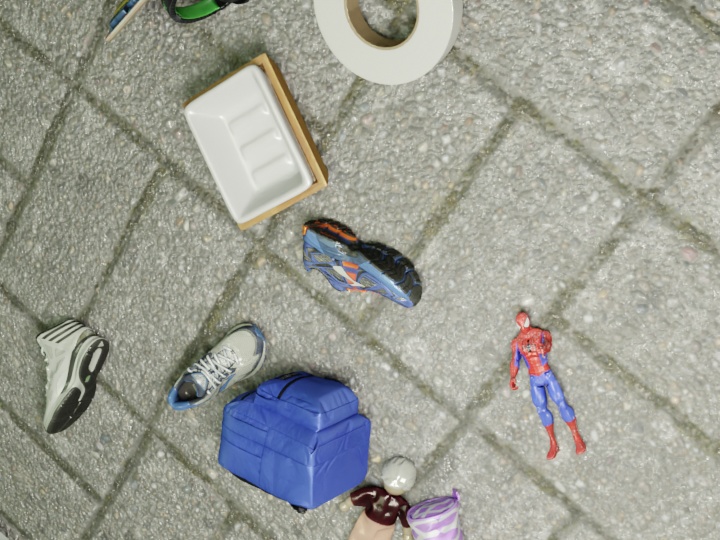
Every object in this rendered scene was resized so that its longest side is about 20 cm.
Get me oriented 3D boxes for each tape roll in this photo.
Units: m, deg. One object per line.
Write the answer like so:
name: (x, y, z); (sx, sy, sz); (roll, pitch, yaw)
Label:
tape roll: (0.032, -0.340, 1.138); (0.201, 0.037, 0.204); (16, 125, 23)

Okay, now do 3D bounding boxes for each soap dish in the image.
soap dish: (-0.144, -0.180, 1.261); (0.157, 0.081, 0.201); (-25, 92, 27)

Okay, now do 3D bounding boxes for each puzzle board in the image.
puzzle board: (-0.280, -0.417, 1.234); (0.200, 0.151, 0.017); (-37, 122, 27)

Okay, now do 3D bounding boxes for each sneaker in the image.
sneaker: (0.000, 0.000, 1.255); (0.199, 0.075, 0.079); (31, 122, 23)
sneaker: (-0.223, 0.158, 1.376); (0.200, 0.085, 0.077); (-43, 84, 25)
sneaker: (-0.510, 0.172, 1.524); (0.115, 0.076, 0.202); (35, 106, 22)

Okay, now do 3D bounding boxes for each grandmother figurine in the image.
grandmother figurine: (0.027, 0.365, 1.335); (0.120, 0.061, 0.201); (20, 109, -11)

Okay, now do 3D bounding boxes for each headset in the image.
headset: (-0.187, -0.417, 1.208); (0.199, 0.123, 0.094); (-33, 83, 8)

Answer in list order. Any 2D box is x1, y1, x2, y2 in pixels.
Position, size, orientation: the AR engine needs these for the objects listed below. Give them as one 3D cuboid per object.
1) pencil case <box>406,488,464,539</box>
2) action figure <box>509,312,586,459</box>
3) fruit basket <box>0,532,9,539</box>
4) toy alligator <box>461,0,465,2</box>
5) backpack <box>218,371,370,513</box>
pencil case: (0.132, 0.427, 1.289); (0.085, 0.084, 0.202); (-19, 98, -9)
action figure: (0.236, 0.155, 1.169); (0.065, 0.099, 0.202); (-17, 93, 25)
fruit basket: (-0.712, 0.589, 1.695); (0.185, 0.094, 0.201); (35, 111, 13)
toy alligator: (0.072, -0.419, 1.126); (0.200, 0.054, 0.059); (45, 132, -2)
backpack: (-0.101, 0.233, 1.304); (0.199, 0.162, 0.169); (10, 98, 34)
